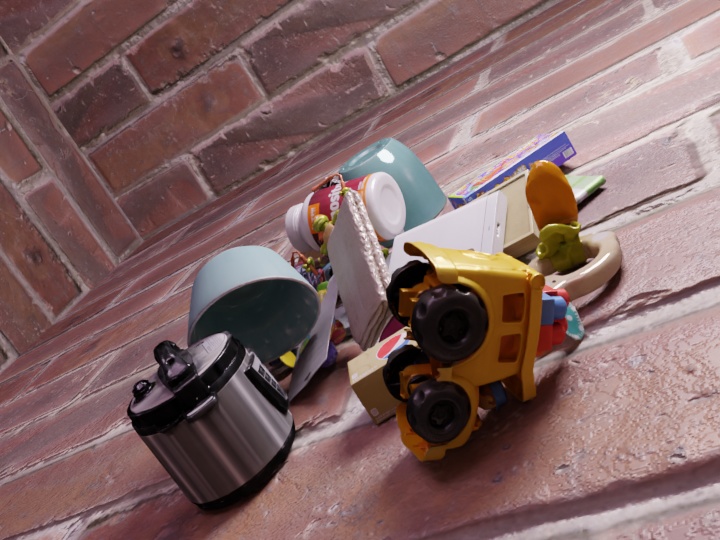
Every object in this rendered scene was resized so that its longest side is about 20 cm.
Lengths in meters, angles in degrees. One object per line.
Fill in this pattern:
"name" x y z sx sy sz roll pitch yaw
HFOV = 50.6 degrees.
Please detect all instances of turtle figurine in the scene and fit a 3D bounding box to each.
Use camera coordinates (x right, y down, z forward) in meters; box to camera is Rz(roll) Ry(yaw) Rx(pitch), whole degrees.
"turtle figurine" -0.032 -0.038 1.228 0.064 0.161 0.202 -6 -50 -53

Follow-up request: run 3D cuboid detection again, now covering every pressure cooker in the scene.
"pressure cooker" -0.197 0.177 0.973 0.174 0.202 0.179 -24 19 32

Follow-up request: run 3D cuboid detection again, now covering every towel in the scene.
"towel" 0.258 -0.081 1.152 0.198 0.031 0.149 -36 20 -13
"towel" 0.000 0.000 1.089 0.034 0.203 0.133 -4 -34 -22

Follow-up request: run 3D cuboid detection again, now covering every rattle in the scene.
"rattle" 0.218 -0.020 0.872 0.128 0.145 0.199 9 35 38

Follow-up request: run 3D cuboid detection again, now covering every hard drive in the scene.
"hard drive" 0.119 -0.024 1.095 0.198 0.027 0.134 -23 43 41

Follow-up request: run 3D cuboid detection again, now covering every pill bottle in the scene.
"pill bottle" -0.030 -0.091 1.315 0.197 0.114 0.113 -13 25 33

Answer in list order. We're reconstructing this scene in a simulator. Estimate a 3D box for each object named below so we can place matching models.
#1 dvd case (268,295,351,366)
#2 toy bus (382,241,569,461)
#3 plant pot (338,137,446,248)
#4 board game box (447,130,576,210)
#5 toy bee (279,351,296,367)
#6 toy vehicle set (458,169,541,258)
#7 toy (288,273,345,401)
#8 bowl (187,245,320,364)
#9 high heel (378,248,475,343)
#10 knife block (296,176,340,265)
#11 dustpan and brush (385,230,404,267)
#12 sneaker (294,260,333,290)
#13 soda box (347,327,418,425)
"dvd case" -0.056 0.085 1.275 0.198 0.018 0.143 -24 20 30
"toy bus" 0.125 0.077 0.775 0.188 0.205 0.136 1 13 -14
"plant pot" 0.049 -0.161 1.507 0.198 0.163 0.201 -29 18 10
"board game box" 0.253 -0.160 1.299 0.198 0.045 0.134 -34 8 -2
"toy bee" -0.160 0.125 1.203 0.109 0.129 0.204 -76 6 -83
"toy vehicle set" 0.171 -0.049 1.101 0.198 0.026 0.126 -30 38 35
"toy" -0.053 0.098 1.149 0.116 0.047 0.202 -51 23 36
"bowl" -0.165 0.041 1.100 0.199 0.201 0.106 -31 55 5
"high heel" 0.105 0.070 0.994 0.067 0.097 0.200 -7 -33 -52
"knife block" -0.077 -0.066 1.438 0.198 0.178 0.064 -28 1 17
"dustpan and brush" 0.074 -0.022 1.254 0.138 0.058 0.201 -30 17 12
"sneaker" -0.062 0.007 1.311 0.197 0.081 0.095 -21 -4 9
"soda box" 0.084 0.097 0.913 0.198 0.065 0.068 -32 17 6
